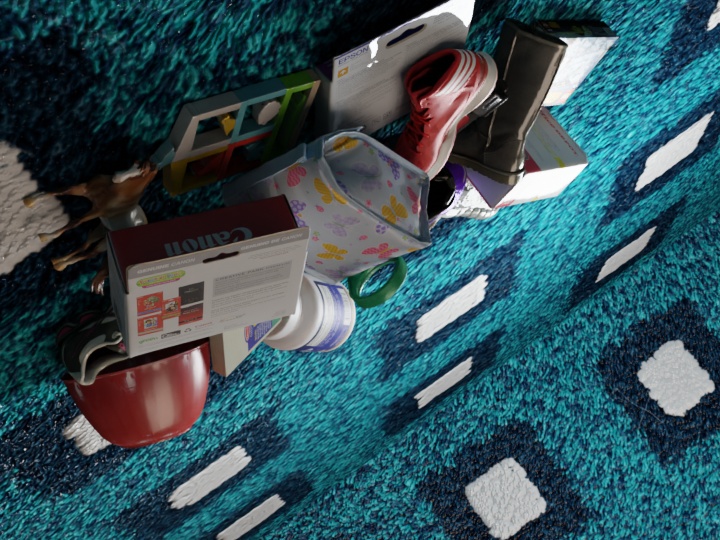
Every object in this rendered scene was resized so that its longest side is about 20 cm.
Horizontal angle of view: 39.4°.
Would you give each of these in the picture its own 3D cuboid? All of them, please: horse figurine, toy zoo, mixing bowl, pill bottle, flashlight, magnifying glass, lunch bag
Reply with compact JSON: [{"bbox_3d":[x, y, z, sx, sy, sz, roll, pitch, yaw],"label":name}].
[{"bbox_3d":[-0.270,-0.050,1.058,0.132,0.050,0.201,-25,156,-16],"label":"horse figurine"},{"bbox_3d":[-0.143,-0.147,1.101,0.199,0.021,0.132,-24,157,-34],"label":"toy zoo"},{"bbox_3d":[-0.280,0.164,1.310,0.198,0.110,0.200,-13,-176,1],"label":"mixing bowl"},{"bbox_3d":[-0.097,0.061,1.512,0.120,0.120,0.200,-42,160,14],"label":"pill bottle"},{"bbox_3d":[0.099,-0.187,1.313,0.068,0.068,0.200,35,128,-25],"label":"flashlight"},{"bbox_3d":[0.000,0.000,1.278,0.080,0.022,0.200,-47,-153,-7],"label":"magnifying glass"},{"bbox_3d":[-0.038,-0.086,1.185,0.169,0.128,0.199,-23,146,38],"label":"lunch bag"}]

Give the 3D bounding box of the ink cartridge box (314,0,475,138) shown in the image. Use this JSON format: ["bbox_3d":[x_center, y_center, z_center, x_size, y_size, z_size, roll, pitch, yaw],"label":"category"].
[{"bbox_3d":[0.036,-0.240,1.170,0.195,0.043,0.200,-30,159,-16],"label":"ink cartridge box"}]

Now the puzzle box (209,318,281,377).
[{"bbox_3d":[-0.150,0.025,1.299,0.133,0.025,0.201,-46,149,-43],"label":"puzzle box"}]

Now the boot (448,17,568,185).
[{"bbox_3d":[0.173,-0.235,1.341,0.072,0.181,0.202,-32,138,-47],"label":"boot"}]

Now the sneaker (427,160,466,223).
[{"bbox_3d":[0.102,-0.105,1.351,0.200,0.070,0.099,-41,-174,-40],"label":"sneaker"}]

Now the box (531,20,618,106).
[{"bbox_3d":[0.277,-0.300,1.465,0.199,0.040,0.137,-15,150,-48],"label":"box"}]

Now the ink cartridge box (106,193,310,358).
[{"bbox_3d":[-0.164,-0.007,1.078,0.198,0.084,0.176,-14,150,-20],"label":"ink cartridge box"}]

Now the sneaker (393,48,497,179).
[{"bbox_3d":[0.069,-0.187,1.208,0.115,0.078,0.201,3,126,-50],"label":"sneaker"}]

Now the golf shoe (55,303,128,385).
[{"bbox_3d":[-0.276,0.059,1.218,0.200,0.088,0.077,-41,134,3],"label":"golf shoe"}]

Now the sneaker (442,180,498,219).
[{"bbox_3d":[0.194,-0.144,1.629,0.199,0.075,0.116,-12,147,-49],"label":"sneaker"}]

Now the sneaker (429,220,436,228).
[{"bbox_3d":[0.053,-0.111,1.483,0.070,0.109,0.200,-41,-169,5],"label":"sneaker"}]

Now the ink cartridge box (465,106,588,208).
[{"bbox_3d":[0.229,-0.179,1.496,0.199,0.146,0.084,-13,151,-50],"label":"ink cartridge box"}]
